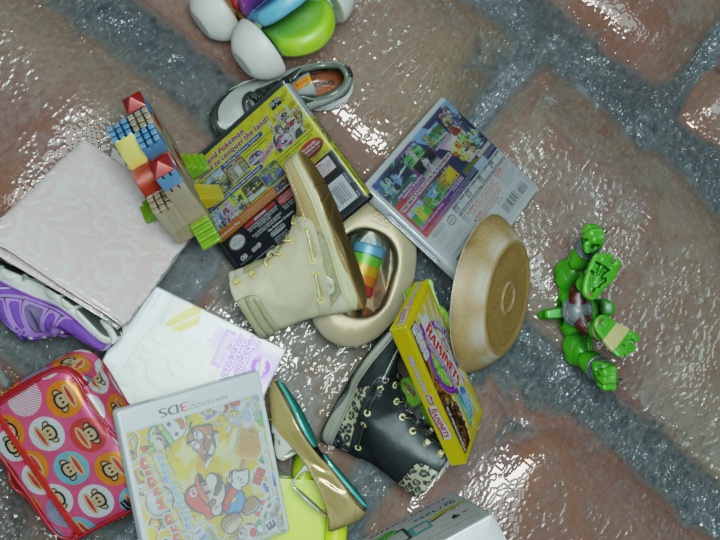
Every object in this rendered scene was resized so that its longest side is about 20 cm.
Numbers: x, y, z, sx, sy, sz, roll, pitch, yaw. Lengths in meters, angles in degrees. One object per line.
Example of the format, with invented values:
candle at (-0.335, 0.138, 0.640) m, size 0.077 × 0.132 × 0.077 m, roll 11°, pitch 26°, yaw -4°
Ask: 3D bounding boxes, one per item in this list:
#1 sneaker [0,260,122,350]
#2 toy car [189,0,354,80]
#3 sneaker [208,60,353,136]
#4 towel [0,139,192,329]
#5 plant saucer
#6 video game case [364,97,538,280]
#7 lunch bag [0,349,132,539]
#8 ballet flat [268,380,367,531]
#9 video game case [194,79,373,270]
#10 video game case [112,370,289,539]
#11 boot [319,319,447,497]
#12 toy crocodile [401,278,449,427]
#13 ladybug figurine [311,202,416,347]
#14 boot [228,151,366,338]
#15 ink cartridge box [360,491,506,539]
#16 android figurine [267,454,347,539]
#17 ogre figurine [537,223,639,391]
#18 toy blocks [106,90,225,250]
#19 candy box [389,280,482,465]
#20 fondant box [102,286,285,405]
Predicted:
sneaker at (-0.375, 0.055, 1.147) m, size 0.199 × 0.081 × 0.084 m, roll 22°, pitch 97°, yaw 20°
toy car at (-0.116, -0.354, 1.173) m, size 0.175 × 0.150 × 0.200 m, roll -41°, pitch 66°, yaw -10°
sneaker at (-0.101, -0.226, 1.218) m, size 0.198 × 0.079 × 0.075 m, roll -22°, pitch 91°, yaw -8°
towel at (-0.315, -0.046, 1.146) m, size 0.190 × 0.032 × 0.201 m, roll 35°, pitch 46°, yaw -5°
plant saucer at (0.171, 0.031, 1.187) m, size 0.035 × 0.200 × 0.202 m, roll 9°, pitch 82°, yaw 31°
video game case at (0.119, -0.105, 1.235) m, size 0.182 × 0.023 × 0.200 m, roll 42°, pitch 59°, yaw -4°
lunch bag at (-0.348, 0.211, 1.123) m, size 0.175 × 0.082 × 0.201 m, roll -28°, pitch 101°, yaw 14°
ballet flat at (-0.068, 0.230, 1.159) m, size 0.063 × 0.069 × 0.201 m, roll -35°, pitch 88°, yaw -2°
video game case at (-0.112, -0.103, 1.185) m, size 0.199 × 0.025 × 0.181 m, roll -38°, pitch 86°, yaw 16°
video game case at (-0.183, 0.237, 1.113) m, size 0.181 × 0.023 × 0.202 m, roll -13°, pitch 95°, yaw -32°
boot at (0.055, 0.170, 1.171) m, size 0.153 × 0.073 × 0.205 m, roll 33°, pitch 113°, yaw 7°
toy crocodile at (0.089, 0.110, 1.205) m, size 0.067 × 0.062 × 0.202 m, roll -18°, pitch 110°, yaw -32°
ladybug figurine at (0.000, 0.000, 1.218) m, size 0.135 × 0.072 × 0.202 m, roll 22°, pitch 83°, yaw -6°
boot at (-0.093, -0.027, 1.137) m, size 0.154 × 0.073 × 0.202 m, roll -18°, pitch 104°, yaw 14°
ink cartridge box at (0.102, 0.375, 1.139) m, size 0.146 × 0.200 × 0.147 m, roll -25°, pitch 88°, yaw -10°
android figurine at (-0.106, 0.323, 1.193) m, size 0.180 × 0.041 × 0.202 m, roll 7°, pitch 83°, yaw -8°
ogre figurine at (0.293, 0.048, 1.236) m, size 0.097 × 0.120 × 0.202 m, roll -24°, pitch 91°, yaw -14°
toy blocks at (-0.243, -0.130, 1.116) m, size 0.099 × 0.137 × 0.201 m, roll -29°, pitch 61°, yaw -2°
candy box at (0.094, 0.123, 1.137) m, size 0.026 × 0.102 × 0.201 m, roll -13°, pitch 115°, yaw 25°
fondant box at (-0.212, 0.120, 1.183) m, size 0.199 × 0.058 × 0.145 m, roll 26°, pitch 82°, yaw -7°
